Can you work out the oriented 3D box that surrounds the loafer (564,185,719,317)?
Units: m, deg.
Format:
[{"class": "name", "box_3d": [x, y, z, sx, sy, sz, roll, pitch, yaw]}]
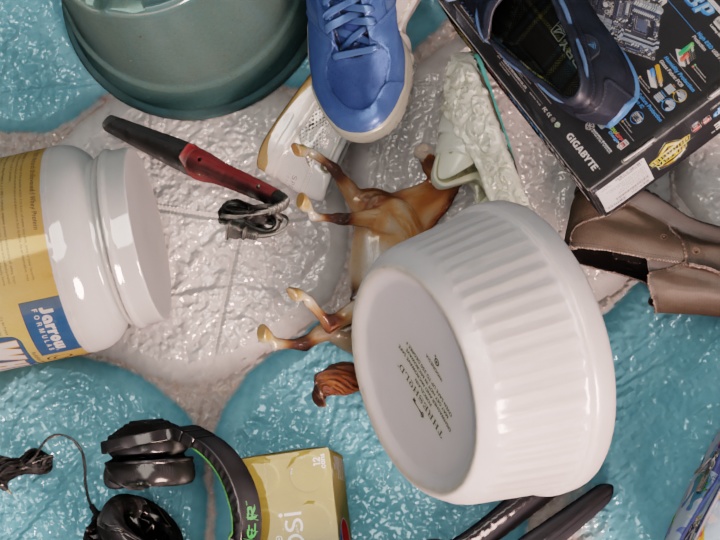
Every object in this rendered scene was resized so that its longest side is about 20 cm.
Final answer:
[{"class": "loafer", "box_3d": [0.223, 0.006, 1.704, 0.199, 0.073, 0.071, 26, 73, 21]}]

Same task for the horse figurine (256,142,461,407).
[{"class": "horse figurine", "box_3d": [0.000, 0.000, 1.730, 0.050, 0.132, 0.201, -2, 76, 52]}]

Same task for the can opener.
[{"class": "can opener", "box_3d": [0.085, 0.193, 1.703, 0.199, 0.079, 0.064, -28, 84, -10]}]

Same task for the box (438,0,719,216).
[{"class": "box", "box_3d": [0.170, -0.159, 1.723, 0.159, 0.046, 0.200, -37, 59, 1]}]

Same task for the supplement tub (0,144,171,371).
[{"class": "supplement tub", "box_3d": [-0.242, -0.005, 1.733, 0.199, 0.145, 0.145, -12, 80, 6]}]

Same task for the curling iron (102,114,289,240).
[{"class": "curling iron", "box_3d": [-0.119, -0.071, 1.742, 0.049, 0.026, 0.200, -25, 40, -30]}]

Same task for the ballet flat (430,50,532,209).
[{"class": "ballet flat", "box_3d": [0.086, -0.051, 1.721, 0.071, 0.072, 0.201, -22, 87, 4]}]

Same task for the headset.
[{"class": "headset", "box_3d": [-0.160, 0.158, 1.713, 0.199, 0.094, 0.124, 19, 102, 35]}]

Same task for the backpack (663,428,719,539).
[{"class": "backpack", "box_3d": [0.300, 0.167, 1.633, 0.182, 0.147, 0.201, 23, 82, 8]}]

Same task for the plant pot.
[{"class": "plant pot", "box_3d": [-0.134, -0.221, 1.727, 0.199, 0.196, 0.201, -1, 82, 8]}]

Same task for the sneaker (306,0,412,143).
[{"class": "sneaker", "box_3d": [-0.014, -0.192, 1.675, 0.076, 0.111, 0.201, -6, 70, 17]}]

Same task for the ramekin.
[{"class": "ramekin", "box_3d": [0.073, 0.060, 1.639, 0.094, 0.202, 0.203, -15, 77, -28]}]

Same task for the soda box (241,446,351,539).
[{"class": "soda box", "box_3d": [-0.038, 0.224, 1.711, 0.067, 0.064, 0.201, -8, 80, 8]}]

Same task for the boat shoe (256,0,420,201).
[{"class": "boat shoe", "box_3d": [0.009, -0.138, 1.763, 0.069, 0.071, 0.200, 35, 91, 5]}]

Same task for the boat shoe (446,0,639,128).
[{"class": "boat shoe", "box_3d": [0.112, -0.179, 1.676, 0.200, 0.069, 0.084, 45, 111, 32]}]
